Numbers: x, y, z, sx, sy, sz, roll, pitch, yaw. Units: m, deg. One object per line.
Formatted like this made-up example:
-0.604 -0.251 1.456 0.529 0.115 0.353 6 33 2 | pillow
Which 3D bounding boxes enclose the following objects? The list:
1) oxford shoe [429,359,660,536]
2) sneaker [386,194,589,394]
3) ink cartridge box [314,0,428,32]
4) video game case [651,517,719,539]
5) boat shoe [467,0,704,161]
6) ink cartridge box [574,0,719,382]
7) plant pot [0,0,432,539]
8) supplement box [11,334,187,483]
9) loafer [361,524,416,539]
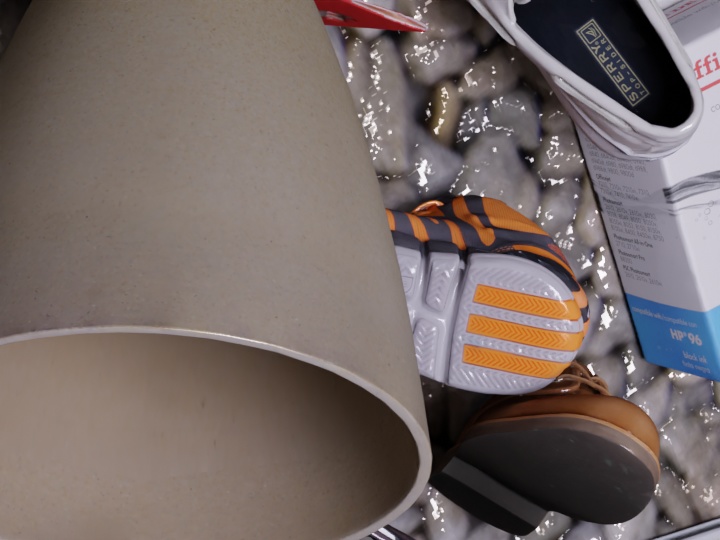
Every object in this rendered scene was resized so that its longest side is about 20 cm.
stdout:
0.083 0.066 0.962 0.071 0.200 0.072 34 76 -8 | oxford shoe
0.000 0.000 0.968 0.198 0.112 0.078 17 105 3 | sneaker
-0.069 -0.158 0.876 0.199 0.116 0.068 20 87 -31 | ink cartridge box
0.180 0.197 1.134 0.199 0.017 0.144 -13 105 -27 | video game case
0.073 -0.129 0.953 0.072 0.066 0.201 -37 90 -5 | boat shoe
0.169 -0.064 1.054 0.116 0.068 0.201 -28 110 -23 | ink cartridge box
-0.068 -0.023 0.793 0.186 0.187 0.201 20 56 -30 | plant pot
-0.132 0.088 0.874 0.200 0.073 0.126 40 77 -10 | supplement box
-0.023 0.120 0.968 0.199 0.063 0.072 25 76 -23 | loafer
